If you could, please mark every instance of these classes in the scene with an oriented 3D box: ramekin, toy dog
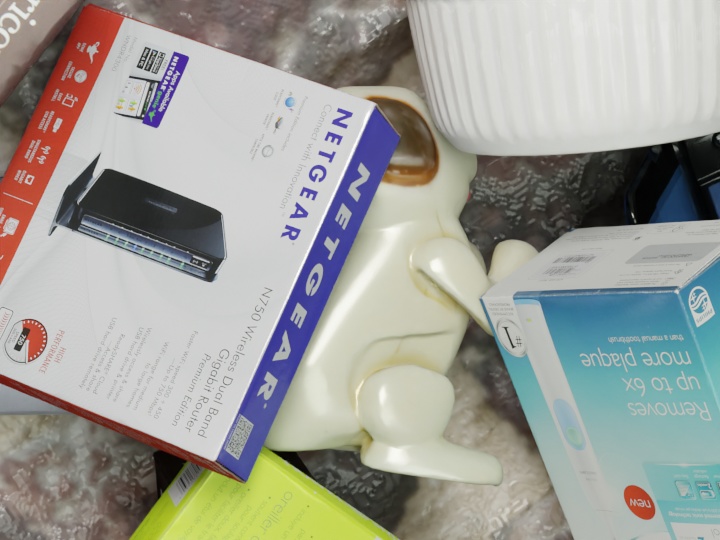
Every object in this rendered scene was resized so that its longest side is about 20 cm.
[{"bbox_3d":[0.120,-0.124,1.433,0.199,0.200,0.106,-9,99,-11],"label":"ramekin"},{"bbox_3d":[0.000,0.000,1.491,0.193,0.139,0.201,10,91,-16],"label":"toy dog"}]

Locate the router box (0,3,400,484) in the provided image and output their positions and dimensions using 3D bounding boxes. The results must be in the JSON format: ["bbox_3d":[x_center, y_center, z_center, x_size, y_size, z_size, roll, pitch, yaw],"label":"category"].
[{"bbox_3d":[-0.100,-0.017,1.417,0.179,0.049,0.201,19,79,23],"label":"router box"}]

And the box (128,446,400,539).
[{"bbox_3d":[-0.027,0.183,1.448,0.200,0.048,0.122,36,93,-18],"label":"box"}]

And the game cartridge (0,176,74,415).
[{"bbox_3d":[-0.159,0.014,1.505,0.199,0.038,0.131,1,99,-13],"label":"game cartridge"}]

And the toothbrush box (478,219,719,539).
[{"bbox_3d":[0.168,0.081,1.441,0.085,0.146,0.201,-35,112,-36],"label":"toothbrush box"}]

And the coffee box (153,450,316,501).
[{"bbox_3d":[-0.062,0.206,1.531,0.079,0.113,0.201,-6,104,-12],"label":"coffee box"}]

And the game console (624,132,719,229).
[{"bbox_3d":[0.236,0.007,1.549,0.170,0.118,0.201,-23,108,-6],"label":"game console"}]

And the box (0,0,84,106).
[{"bbox_3d":[-0.255,-0.164,1.369,0.200,0.164,0.166,38,93,-18],"label":"box"}]
